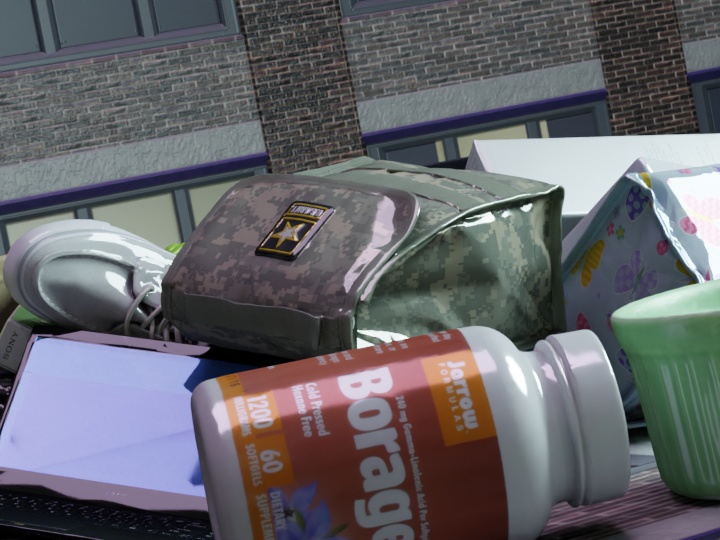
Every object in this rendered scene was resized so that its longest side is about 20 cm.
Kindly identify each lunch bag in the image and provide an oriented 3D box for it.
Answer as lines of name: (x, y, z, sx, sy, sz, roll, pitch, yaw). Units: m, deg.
lunch bag: (0.212, 0.029, 1.430, 0.169, 0.127, 0.200, -8, -31, -34)
lunch bag: (0.000, 0.000, 1.356, 0.164, 0.118, 0.200, 9, 18, 43)

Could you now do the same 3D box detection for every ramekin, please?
ramekin: (0.236, 0.052, 1.166, 0.199, 0.098, 0.200, -11, 3, 1)

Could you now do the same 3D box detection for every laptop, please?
laptop: (-0.145, 0.094, 1.291, 0.176, 0.104, 0.200, 6, 1, 12)

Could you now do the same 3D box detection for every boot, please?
boot: (-0.120, 0.025, 1.420, 0.199, 0.074, 0.095, 14, 9, -35)

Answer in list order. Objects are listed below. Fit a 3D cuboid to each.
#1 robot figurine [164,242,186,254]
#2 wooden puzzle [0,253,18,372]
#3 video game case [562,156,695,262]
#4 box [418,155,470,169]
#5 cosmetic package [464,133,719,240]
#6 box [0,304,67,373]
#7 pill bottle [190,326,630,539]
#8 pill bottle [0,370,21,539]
robot figurine: (-0.117, 0.062, 1.713, 0.116, 0.175, 0.200, -43, -29, -15)
wooden puzzle: (-0.260, 0.084, 1.554, 0.037, 0.186, 0.200, 1, 7, 19)
video game case: (0.190, 0.008, 1.520, 0.181, 0.023, 0.200, 7, -45, -41)
box: (0.055, 0.014, 1.716, 0.199, 0.183, 0.104, -9, -1, 34)
cosmetic package: (0.167, -0.030, 1.575, 0.199, 0.081, 0.113, 0, -43, -18)
box: (-0.158, 0.050, 1.507, 0.144, 0.036, 0.200, 26, 13, -3)
pill bottle: (0.024, 0.089, 1.096, 0.199, 0.113, 0.112, -12, 3, -8)
pill bottle: (-0.211, 0.117, 1.470, 0.111, 0.112, 0.200, -10, 3, 19)
